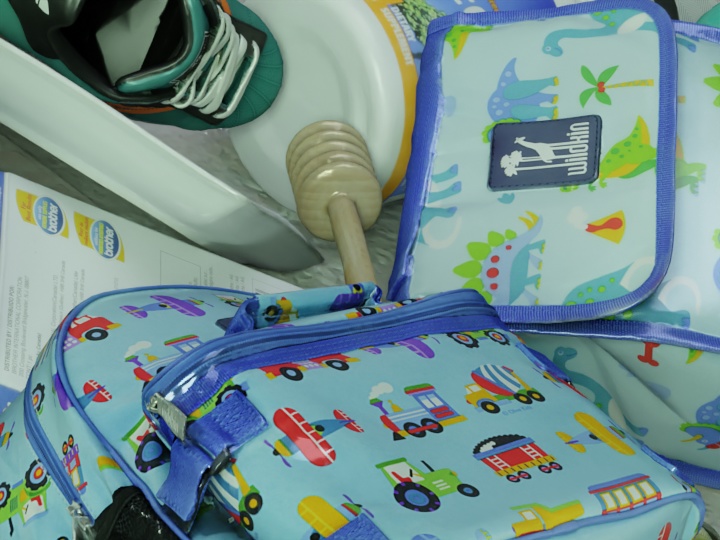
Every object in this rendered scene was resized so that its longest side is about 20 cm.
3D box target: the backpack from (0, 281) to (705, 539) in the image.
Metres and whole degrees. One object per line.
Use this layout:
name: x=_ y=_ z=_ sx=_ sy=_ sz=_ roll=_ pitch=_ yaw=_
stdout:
backpack: x=-0.021 y=0.071 z=0.697 sx=0.182 sy=0.135 sz=0.200 roll=-4 pitch=36 yaw=-41

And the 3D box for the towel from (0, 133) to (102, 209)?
towel: x=-0.193 y=-0.008 z=0.896 sx=0.191 sy=0.032 sz=0.200 roll=36 pitch=34 yaw=23

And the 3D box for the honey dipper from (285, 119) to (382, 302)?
honey dipper: x=0.000 y=0.000 z=0.909 sx=0.038 sy=0.038 sz=0.200 roll=11 pitch=28 yaw=-16

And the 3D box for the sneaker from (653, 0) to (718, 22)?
sneaker: x=0.149 y=-0.096 z=1.197 sx=0.073 sy=0.112 sz=0.201 roll=-28 pitch=90 yaw=-34

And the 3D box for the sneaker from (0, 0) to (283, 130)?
sneaker: x=-0.084 y=-0.092 z=0.935 sx=0.080 sy=0.072 sz=0.200 roll=31 pitch=7 yaw=34

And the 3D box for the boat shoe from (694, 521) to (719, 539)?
boat shoe: x=0.111 y=0.119 z=0.850 sx=0.201 sy=0.066 sz=0.072 roll=38 pitch=36 yaw=25

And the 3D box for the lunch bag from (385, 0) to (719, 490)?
lunch bag: x=0.114 y=-0.018 z=0.966 sx=0.199 sy=0.128 sz=0.171 roll=14 pitch=54 yaw=-9

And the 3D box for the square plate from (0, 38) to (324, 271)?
square plate: x=-0.116 y=-0.057 z=0.932 sx=0.199 sy=0.029 sz=0.198 roll=31 pitch=-1 yaw=9

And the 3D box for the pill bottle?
pill bottle: x=0.039 y=-0.097 z=1.090 sx=0.199 sy=0.113 sz=0.112 roll=-18 pitch=48 yaw=-45

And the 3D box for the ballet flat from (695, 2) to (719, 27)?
ballet flat: x=0.218 y=-0.047 z=1.096 sx=0.070 sy=0.067 sz=0.200 roll=-26 pitch=66 yaw=-23

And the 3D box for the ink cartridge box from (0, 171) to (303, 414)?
ink cartridge box: x=-0.081 y=0.034 z=0.849 sx=0.199 sy=0.042 sz=0.120 roll=24 pitch=34 yaw=-24
